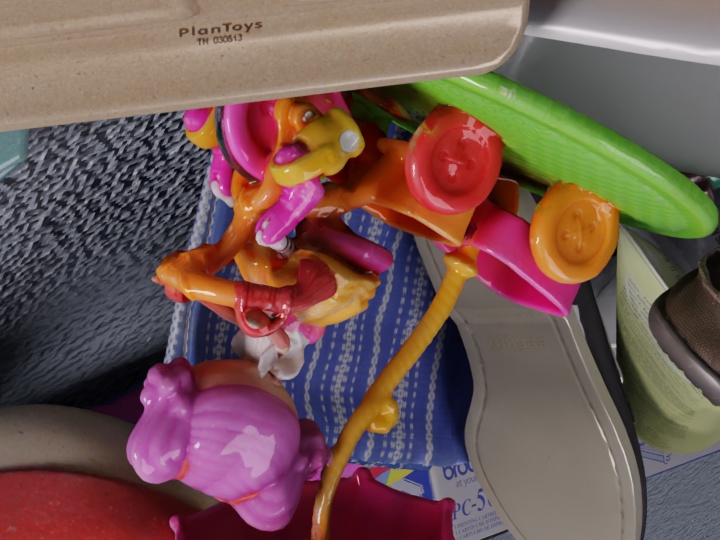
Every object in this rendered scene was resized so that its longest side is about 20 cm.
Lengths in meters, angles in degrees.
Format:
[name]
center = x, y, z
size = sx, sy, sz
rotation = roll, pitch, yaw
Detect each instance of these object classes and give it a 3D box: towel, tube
[towel]
center = 0.000, 0.000, 1.058
size = 0.200, 0.024, 0.145
rotation = 9, 94, -61
[tube]
center = 0.120, 0.032, 1.107
size = 0.200, 0.058, 0.052
rotation = 58, 45, -78

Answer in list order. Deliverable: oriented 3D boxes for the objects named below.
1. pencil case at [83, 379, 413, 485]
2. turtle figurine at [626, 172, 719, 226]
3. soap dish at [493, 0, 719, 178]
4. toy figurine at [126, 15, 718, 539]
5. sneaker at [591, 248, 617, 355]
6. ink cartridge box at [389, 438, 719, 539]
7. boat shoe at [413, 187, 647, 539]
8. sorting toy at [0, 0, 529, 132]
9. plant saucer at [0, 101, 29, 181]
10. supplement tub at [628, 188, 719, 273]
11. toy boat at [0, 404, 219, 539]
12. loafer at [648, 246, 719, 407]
[pencil case]
center = -0.038, 0.066, 1.158
size = 0.200, 0.088, 0.088
rotation = -25, 156, -28
[turtle figurine]
center = 0.178, -0.045, 1.121
size = 0.200, 0.101, 0.150
rotation = -9, 147, -9
[soap dish]
center = 0.108, -0.086, 0.946
size = 0.157, 0.200, 0.081
rotation = 40, 62, -67
[toy figurine]
center = -0.009, 0.023, 0.936
size = 0.200, 0.150, 0.184
rotation = 30, 83, -37
[sneaker]
center = 0.084, 0.036, 1.288
size = 0.200, 0.081, 0.076
rotation = -24, 157, -25
[ink cartridge box]
center = 0.072, 0.084, 1.360
size = 0.200, 0.044, 0.094
rotation = -16, -175, -43
[boat shoe]
center = 0.075, 0.029, 1.107
size = 0.063, 0.073, 0.200
rotation = -49, 132, -40
[sorting toy]
center = -0.040, -0.112, 0.789
size = 0.185, 0.037, 0.200
rotation = -7, 150, -6
[plant saucer]
center = -0.186, 0.005, 0.866
size = 0.200, 0.019, 0.070
rotation = -29, -178, -21
[supplement tub]
center = 0.209, -0.054, 1.233
size = 0.200, 0.123, 0.123
rotation = -37, 159, 1
[toy boat]
center = -0.137, 0.127, 1.007
size = 0.200, 0.131, 0.131
rotation = -14, 159, 1
[loafer]
center = 0.170, -0.002, 1.010
size = 0.200, 0.073, 0.071
rotation = -19, 148, -49
